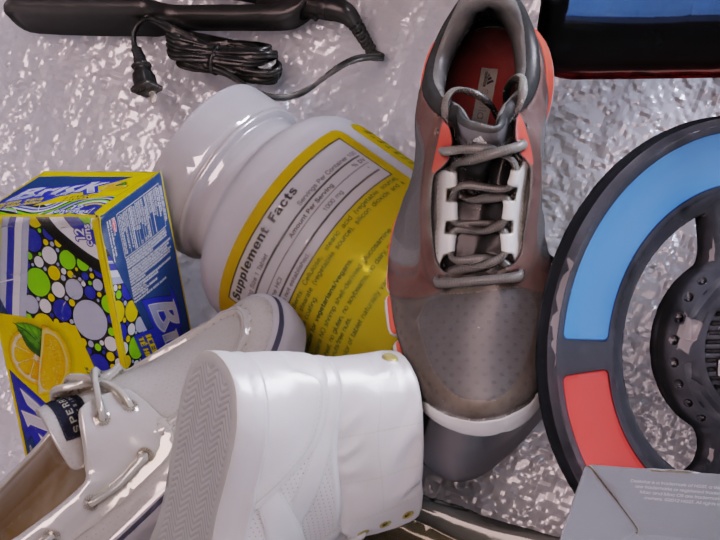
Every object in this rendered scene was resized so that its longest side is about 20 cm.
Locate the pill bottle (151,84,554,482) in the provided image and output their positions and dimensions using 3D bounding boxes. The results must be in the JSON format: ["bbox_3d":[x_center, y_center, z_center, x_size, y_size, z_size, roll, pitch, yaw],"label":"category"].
[{"bbox_3d":[0.000,0.000,1.262,0.200,0.112,0.112,36,94,21],"label":"pill bottle"}]

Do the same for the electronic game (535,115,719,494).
[{"bbox_3d":[0.163,0.033,1.178,0.042,0.200,0.200,7,82,61],"label":"electronic game"}]

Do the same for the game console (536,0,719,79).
[{"bbox_3d":[0.169,-0.193,1.201,0.119,0.172,0.200,14,63,-10],"label":"game console"}]

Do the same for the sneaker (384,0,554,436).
[{"bbox_3d":[0.046,-0.031,1.159,0.077,0.082,0.200,-2,70,4],"label":"sneaker"}]

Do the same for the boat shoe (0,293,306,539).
[{"bbox_3d":[-0.110,0.077,1.190,0.200,0.070,0.071,-45,31,0],"label":"boat shoe"}]

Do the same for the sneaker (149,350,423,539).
[{"bbox_3d":[-0.030,0.123,1.170,0.074,0.115,0.200,48,131,45],"label":"sneaker"}]

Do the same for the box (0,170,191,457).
[{"bbox_3d":[-0.118,0.057,1.269,0.070,0.064,0.200,1,111,27],"label":"box"}]

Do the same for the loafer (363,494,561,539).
[{"bbox_3d":[0.042,0.144,1.245,0.200,0.075,0.070,14,82,20],"label":"loafer"}]

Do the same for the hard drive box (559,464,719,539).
[{"bbox_3d":[0.171,0.183,1.133,0.156,0.200,0.077,3,39,20],"label":"hard drive box"}]

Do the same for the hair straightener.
[{"bbox_3d":[-0.086,-0.114,1.349,0.200,0.041,0.077,12,74,15],"label":"hair straightener"}]
